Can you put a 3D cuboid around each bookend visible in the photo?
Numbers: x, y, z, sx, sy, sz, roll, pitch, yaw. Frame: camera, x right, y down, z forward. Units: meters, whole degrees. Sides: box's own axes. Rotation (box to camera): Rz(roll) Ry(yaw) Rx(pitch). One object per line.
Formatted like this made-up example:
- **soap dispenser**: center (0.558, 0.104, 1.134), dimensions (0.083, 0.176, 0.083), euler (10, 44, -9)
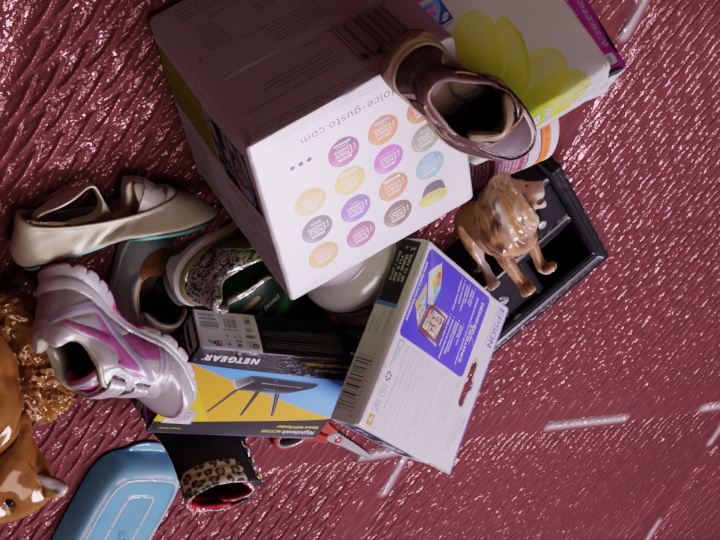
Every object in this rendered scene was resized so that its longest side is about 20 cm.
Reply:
- **bookend**: center (0.161, -0.029, 1.535), dimensions (0.198, 0.092, 0.200), euler (-39, 141, 0)

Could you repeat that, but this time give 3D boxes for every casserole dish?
- **casserole dish**: center (-0.277, 0.282, 1.526), dimensions (0.120, 0.039, 0.201), euler (9, 122, -43)

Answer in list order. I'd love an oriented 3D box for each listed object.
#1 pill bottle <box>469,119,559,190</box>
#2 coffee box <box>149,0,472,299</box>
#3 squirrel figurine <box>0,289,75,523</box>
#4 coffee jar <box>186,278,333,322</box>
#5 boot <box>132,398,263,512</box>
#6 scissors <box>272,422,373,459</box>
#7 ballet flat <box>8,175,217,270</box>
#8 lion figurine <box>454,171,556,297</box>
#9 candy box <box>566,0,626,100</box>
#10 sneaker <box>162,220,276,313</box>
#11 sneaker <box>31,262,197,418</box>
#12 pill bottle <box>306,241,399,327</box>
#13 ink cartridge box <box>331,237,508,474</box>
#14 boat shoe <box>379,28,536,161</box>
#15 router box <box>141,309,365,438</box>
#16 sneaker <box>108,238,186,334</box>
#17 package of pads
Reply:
- **pill bottle**: center (0.093, -0.134, 1.363), dimensions (0.199, 0.114, 0.115), euler (-24, 139, -20)
- **coffee box**: center (-0.040, -0.140, 1.180), dimensions (0.199, 0.200, 0.199), euler (-29, 141, -14)
- **squirrel figurine**: center (-0.330, 0.128, 1.228), dimensions (0.200, 0.141, 0.187), euler (-48, 115, -34)
- **coffee jar**: center (-0.101, 0.045, 1.401), dimensions (0.104, 0.086, 0.200), euler (-38, 142, 2)
- **boot**: center (-0.132, 0.180, 1.446), dimensions (0.202, 0.154, 0.074), euler (-3, 137, -35)
- **scissors**: center (-0.031, 0.203, 1.666), dimensions (0.199, 0.014, 0.073), euler (17, 113, -45)
- **ballet flat**: center (-0.227, -0.053, 1.229), dimensions (0.198, 0.070, 0.070), euler (-17, 136, -25)
- **lion figurine**: center (0.136, -0.041, 1.381), dimensions (0.072, 0.200, 0.123), euler (-41, 104, -19)
- **candy box**: center (0.141, -0.209, 1.304), dimensions (0.199, 0.137, 0.061), euler (-25, 168, -18)
- **sneaker**: center (-0.085, -0.019, 1.259), dimensions (0.200, 0.088, 0.077), euler (-39, 135, -17)
- **sneaker**: center (-0.234, 0.086, 1.228), dimensions (0.081, 0.089, 0.200), euler (-18, 131, 38)
- **pill bottle**: center (0.000, 0.000, 1.399), dimensions (0.112, 0.112, 0.200), euler (-43, 150, 4)
- **ink cartridge box**: center (0.067, 0.093, 1.385), dimensions (0.200, 0.043, 0.200), euler (36, 72, -51)
- **boat shoe**: center (0.095, -0.127, 1.087), dimensions (0.072, 0.072, 0.200), euler (-49, 142, 8)
- **router box**: center (-0.106, 0.110, 1.360), dimensions (0.198, 0.051, 0.149), euler (6, 138, -30)
- **sneaker**: center (-0.218, 0.054, 1.318), dimensions (0.072, 0.085, 0.201), euler (-12, 135, -32)
- **package of pads**: center (0.118, -0.218, 1.232), dimensions (0.154, 0.201, 0.068), euler (-30, 170, -15)
